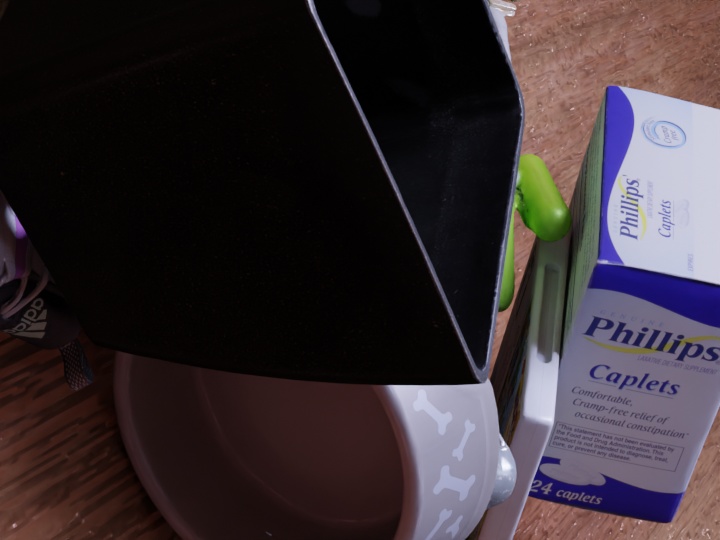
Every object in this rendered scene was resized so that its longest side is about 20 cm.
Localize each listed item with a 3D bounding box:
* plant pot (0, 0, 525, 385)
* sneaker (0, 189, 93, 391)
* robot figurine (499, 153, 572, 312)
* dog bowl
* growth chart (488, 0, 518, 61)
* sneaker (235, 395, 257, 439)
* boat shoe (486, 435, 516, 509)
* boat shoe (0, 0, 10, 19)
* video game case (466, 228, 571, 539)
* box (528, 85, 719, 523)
[{"bbox_3d":[-0.049,-0.072,0.874,0.200,0.176,0.201,-77,148,-48],"label":"plant pot"},{"bbox_3d":[-0.160,0.008,0.876,0.140,0.077,0.201,58,28,-29],"label":"sneaker"},{"bbox_3d":[0.037,-0.039,1.263,0.116,0.174,0.202,175,-85,-75],"label":"robot figurine"},{"bbox_3d":[-0.033,0.070,0.981,0.059,0.199,0.201,-37,109,-49],"label":"dog bowl"},{"bbox_3d":[0.031,-0.136,1.223,0.201,0.144,0.018,-85,-168,-51],"label":"growth chart"},{"bbox_3d":[0.000,0.000,1.064,0.079,0.095,0.202,23,73,-59],"label":"sneaker"},{"bbox_3d":[0.023,0.085,1.125,0.071,0.201,0.071,16,99,-26],"label":"boat shoe"},{"bbox_3d":[-0.147,-0.087,0.976,0.062,0.074,0.201,-69,141,-64],"label":"boat shoe"},{"bbox_3d":[0.097,0.096,1.307,0.183,0.023,0.201,-78,-178,-47],"label":"video game case"},{"bbox_3d":[0.177,0.021,1.299,0.185,0.104,0.201,-79,-178,-50],"label":"box"}]
